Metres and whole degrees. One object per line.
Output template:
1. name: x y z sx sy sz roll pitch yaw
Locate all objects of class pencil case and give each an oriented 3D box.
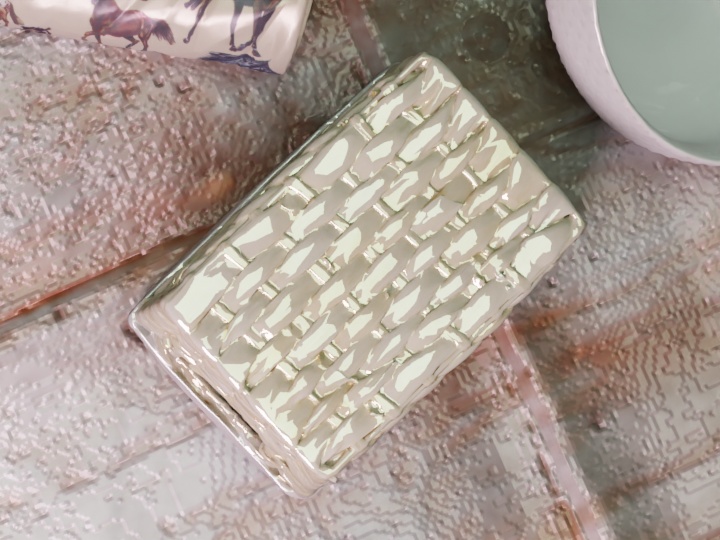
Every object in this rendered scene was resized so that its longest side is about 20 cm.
1. pencil case: -0.115 -0.157 1.258 0.198 0.078 0.090 10 102 -5

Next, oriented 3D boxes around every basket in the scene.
1. basket: 0.000 0.000 1.232 0.200 0.123 0.136 -44 91 -10

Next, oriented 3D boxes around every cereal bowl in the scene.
1. cereal bowl: 0.169 -0.155 1.271 0.199 0.083 0.202 -6 100 -34
